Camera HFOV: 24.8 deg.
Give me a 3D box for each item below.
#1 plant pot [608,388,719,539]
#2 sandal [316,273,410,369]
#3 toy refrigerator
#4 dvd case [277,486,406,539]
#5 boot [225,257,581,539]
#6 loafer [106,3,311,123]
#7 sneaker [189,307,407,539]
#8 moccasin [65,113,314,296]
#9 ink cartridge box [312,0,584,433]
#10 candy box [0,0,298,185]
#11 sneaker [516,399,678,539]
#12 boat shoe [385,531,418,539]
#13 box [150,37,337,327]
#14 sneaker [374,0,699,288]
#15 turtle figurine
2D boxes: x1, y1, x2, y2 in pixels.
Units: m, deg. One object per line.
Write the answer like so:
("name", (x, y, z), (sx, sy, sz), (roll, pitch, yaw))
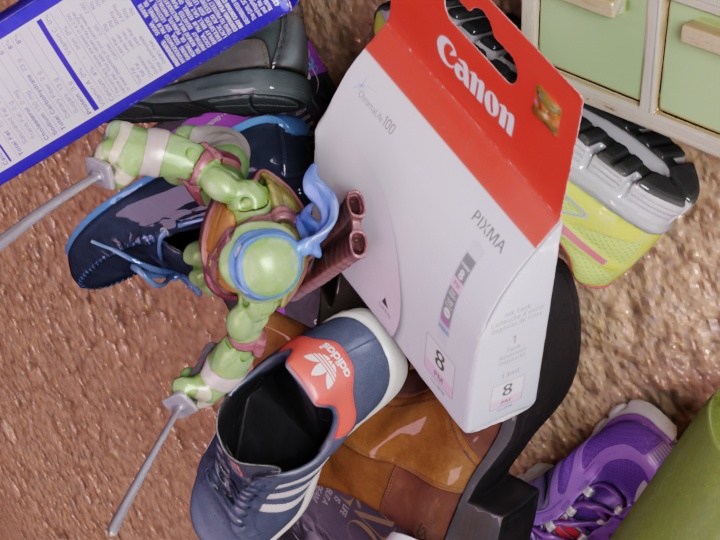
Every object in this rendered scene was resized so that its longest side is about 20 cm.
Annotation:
("plant pot", (0.191, 0.158, 0.792), (0.200, 0.199, 0.191), (37, 126, 30))
("sandal", (0.000, 0.000, 0.953), (0.081, 0.055, 0.202), (20, 112, 20))
("toy refrigerator", (0.164, -0.098, 0.725), (0.199, 0.070, 0.077), (29, 135, 37))
("dvd case", (0.004, 0.193, 1.092), (0.200, 0.016, 0.149), (43, 139, 21))
("boot", (0.018, 0.054, 0.922), (0.199, 0.068, 0.190), (23, 119, 29))
("loafer", (-0.115, -0.126, 0.990), (0.198, 0.072, 0.064), (1, 83, 28))
("sneaker", (-0.058, 0.098, 0.897), (0.075, 0.084, 0.200), (47, 128, 16))
("moccasin", (-0.107, -0.025, 0.996), (0.199, 0.080, 0.069), (-30, 77, 38))
("ink cartridge box", (0.033, -0.044, 0.788), (0.163, 0.057, 0.201), (53, 157, 36))
("candy box", (-0.125, -0.131, 0.861), (0.199, 0.169, 0.077), (-28, 104, 14))
("sneaker", (0.124, 0.142, 0.929), (0.081, 0.083, 0.200), (54, 143, 8))
("boat shoe", (0.030, 0.199, 0.931), (0.069, 0.067, 0.200), (26, 167, 8))
("box", (-0.043, -0.030, 1.026), (0.142, 0.036, 0.201), (-29, 88, 37))
("sneaker", (0.073, -0.066, 0.841), (0.200, 0.078, 0.091), (43, 130, 23))
("turtle figurine", (-0.102, -0.007, 0.852), (0.144, 0.200, 0.194), (45, -174, -11))
